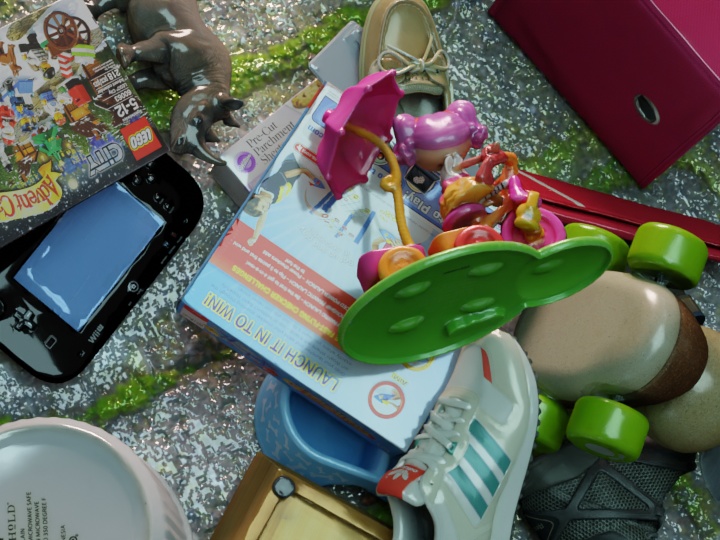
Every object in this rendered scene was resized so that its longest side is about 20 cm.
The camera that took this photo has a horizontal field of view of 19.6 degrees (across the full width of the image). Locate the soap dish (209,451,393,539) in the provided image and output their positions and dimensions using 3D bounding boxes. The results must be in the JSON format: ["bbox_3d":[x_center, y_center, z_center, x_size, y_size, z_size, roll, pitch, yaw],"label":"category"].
[{"bbox_3d":[-0.048,0.248,1.488,0.157,0.081,0.201,30,69,-5],"label":"soap dish"}]

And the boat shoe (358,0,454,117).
[{"bbox_3d":[0.042,-0.115,1.598,0.073,0.063,0.202,1,89,-21],"label":"boat shoe"}]

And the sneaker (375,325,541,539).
[{"bbox_3d":[0.063,0.134,1.452,0.093,0.070,0.201,12,88,-37],"label":"sneaker"}]

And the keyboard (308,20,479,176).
[{"bbox_3d":[0.040,-0.104,1.637,0.056,0.011,0.200,-45,104,-16],"label":"keyboard"}]

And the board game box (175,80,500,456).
[{"bbox_3d":[0.000,0.000,1.522,0.200,0.056,0.196,34,78,-3],"label":"board game box"}]

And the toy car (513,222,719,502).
[{"bbox_3d":[0.223,0.082,1.530,0.200,0.157,0.165,32,73,-33],"label":"toy car"}]

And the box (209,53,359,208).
[{"bbox_3d":[-0.031,-0.126,1.634,0.200,0.039,0.041,-40,87,-23],"label":"box"}]

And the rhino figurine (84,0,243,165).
[{"bbox_3d":[-0.146,-0.164,1.592,0.087,0.060,0.201,-21,70,-20],"label":"rhino figurine"}]

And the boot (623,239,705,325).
[{"bbox_3d":[0.164,0.038,1.630,0.199,0.075,0.097,-19,64,-25],"label":"boot"}]

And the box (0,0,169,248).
[{"bbox_3d":[-0.248,-0.099,1.485,0.200,0.038,0.137,-34,96,-37],"label":"box"}]

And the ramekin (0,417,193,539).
[{"bbox_3d":[-0.215,0.193,1.425,0.201,0.094,0.203,0,66,-1],"label":"ramekin"}]

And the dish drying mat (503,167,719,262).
[{"bbox_3d":[0.212,-0.043,1.663,0.199,0.077,0.018,14,110,-10],"label":"dish drying mat"}]

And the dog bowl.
[{"bbox_3d":[0.021,0.122,1.564,0.199,0.050,0.112,21,68,-9],"label":"dog bowl"}]

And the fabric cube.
[{"bbox_3d":[0.257,-0.223,1.661,0.200,0.196,0.200,-40,87,-22],"label":"fabric cube"}]

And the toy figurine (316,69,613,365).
[{"bbox_3d":[0.051,-0.058,1.442,0.199,0.150,0.185,-16,64,-10],"label":"toy figurine"}]

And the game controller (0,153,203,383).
[{"bbox_3d":[-0.203,-0.014,1.549,0.104,0.042,0.200,37,68,-2],"label":"game controller"}]

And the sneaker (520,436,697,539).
[{"bbox_3d":[0.220,0.167,1.594,0.199,0.076,0.115,-22,82,-18],"label":"sneaker"}]
